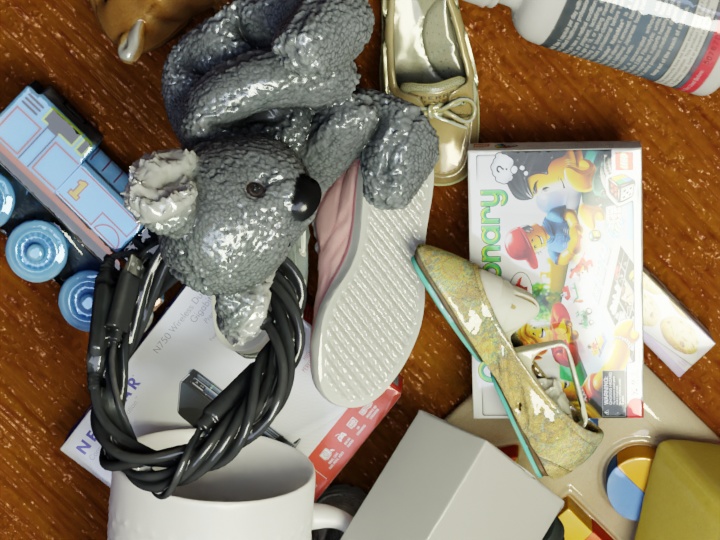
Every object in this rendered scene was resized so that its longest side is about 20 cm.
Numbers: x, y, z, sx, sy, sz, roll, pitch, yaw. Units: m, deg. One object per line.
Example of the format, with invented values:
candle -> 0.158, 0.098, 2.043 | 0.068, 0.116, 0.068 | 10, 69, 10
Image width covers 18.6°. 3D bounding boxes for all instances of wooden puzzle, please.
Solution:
wooden puzzle -> 0.156, 0.154, 1.668 | 0.185, 0.046, 0.200 | 44, 101, -7

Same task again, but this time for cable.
cable -> -0.115, 0.064, 1.530 | 0.162, 0.051, 0.201 | -5, 64, 15

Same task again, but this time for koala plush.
koala plush -> -0.075, -0.062, 1.465 | 0.183, 0.201, 0.178 | 0, 141, 32

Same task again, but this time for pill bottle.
pill bottle -> 0.169, -0.206, 1.535 | 0.199, 0.120, 0.120 | 16, 104, -8

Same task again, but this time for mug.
mug -> -0.087, 0.223, 1.599 | 0.199, 0.148, 0.176 | 1, 107, -15

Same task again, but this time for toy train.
toy train -> -0.212, -0.043, 1.619 | 0.200, 0.087, 0.114 | 44, 95, -8

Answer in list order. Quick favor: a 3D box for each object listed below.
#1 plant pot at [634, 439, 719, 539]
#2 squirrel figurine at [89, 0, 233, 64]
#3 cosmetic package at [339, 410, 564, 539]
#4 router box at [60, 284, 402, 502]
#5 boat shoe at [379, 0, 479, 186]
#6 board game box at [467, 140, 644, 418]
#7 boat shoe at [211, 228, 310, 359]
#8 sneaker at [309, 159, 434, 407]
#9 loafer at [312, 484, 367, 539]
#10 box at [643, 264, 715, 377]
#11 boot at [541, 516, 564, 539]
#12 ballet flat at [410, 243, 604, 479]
plant pot -> 0.315, 0.255, 1.584 | 0.194, 0.200, 0.195 | 8, 104, -15
squirrel figurine -> -0.097, -0.214, 1.549 | 0.200, 0.142, 0.187 | 38, 108, -4
cosmetic package -> 0.045, 0.217, 1.573 | 0.108, 0.085, 0.201 | 42, 75, -38
router box -> -0.097, 0.109, 1.666 | 0.179, 0.049, 0.200 | 37, 102, -6
boat shoe -> 0.048, -0.157, 1.590 | 0.073, 0.063, 0.202 | -3, 103, 3
board game box -> 0.143, 0.008, 1.595 | 0.125, 0.035, 0.201 | -1, 101, 7
boat shoe -> -0.071, -0.030, 1.606 | 0.072, 0.062, 0.201 | -11, 68, 27
sneaker -> 0.000, 0.000, 1.603 | 0.075, 0.105, 0.201 | 13, 86, -19
loafer -> -0.008, 0.266, 1.689 | 0.069, 0.070, 0.201 | -9, 103, 4
box -> 0.182, -0.005, 1.633 | 0.041, 0.039, 0.200 | -43, 98, 10
boot -> 0.117, 0.289, 1.670 | 0.200, 0.076, 0.168 | -44, 119, 7
ballet flat -> 0.110, 0.054, 1.558 | 0.070, 0.071, 0.201 | -29, 102, 9
